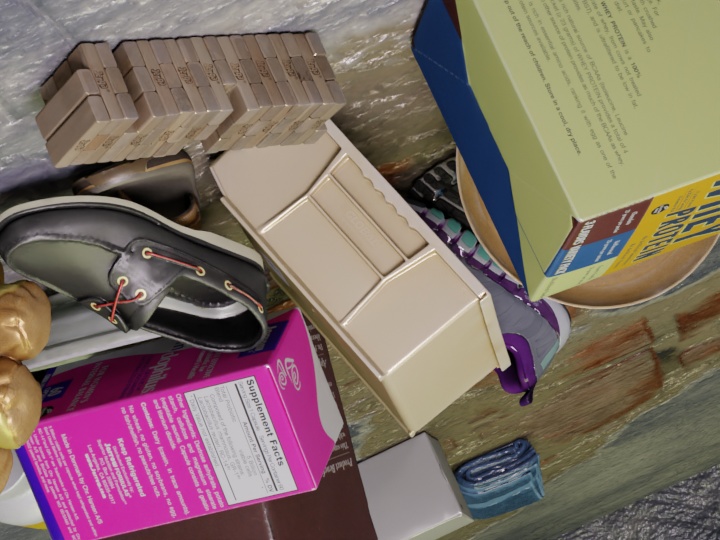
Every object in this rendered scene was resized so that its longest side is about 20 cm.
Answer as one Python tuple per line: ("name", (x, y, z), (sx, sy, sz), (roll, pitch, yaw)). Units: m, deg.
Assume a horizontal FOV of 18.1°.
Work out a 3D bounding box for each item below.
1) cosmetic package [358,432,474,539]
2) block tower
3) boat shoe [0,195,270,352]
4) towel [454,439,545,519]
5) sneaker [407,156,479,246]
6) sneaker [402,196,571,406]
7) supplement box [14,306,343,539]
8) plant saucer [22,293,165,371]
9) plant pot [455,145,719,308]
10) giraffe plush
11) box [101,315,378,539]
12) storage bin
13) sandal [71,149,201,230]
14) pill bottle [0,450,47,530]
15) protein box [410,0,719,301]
("cosmetic package", (0.014, 0.275, 2.558), (0.200, 0.108, 0.085), (-24, 163, 6))
("block tower", (-0.099, -0.105, 1.369), (0.200, 0.054, 0.058), (-8, 158, -43))
("boat shoe", (-0.145, 0.003, 1.471), (0.201, 0.063, 0.074), (17, 137, -34))
("towel", (0.174, 0.268, 2.846), (0.112, 0.049, 0.200), (-23, 163, -1))
("sneaker", (0.082, -0.043, 1.798), (0.090, 0.078, 0.200), (-43, 171, -35))
("sneaker", (0.065, 0.020, 1.722), (0.088, 0.200, 0.074), (-62, -175, -37))
("supplement box", (-0.126, 0.109, 1.573), (0.200, 0.103, 0.101), (-13, -160, 16))
("plant saucer", (-0.171, 0.032, 1.639), (0.200, 0.050, 0.200), (-14, 178, -1))
("plant pot", (0.162, -0.072, 1.584), (0.200, 0.200, 0.027), (-21, 179, -10))
("giraffe plush", (-0.320, 0.058, 1.458), (0.162, 0.173, 0.200), (10, 179, -44))
("box", (-0.113, 0.148, 1.767), (0.164, 0.200, 0.166), (-15, 178, 26))
("storage bin", (0.000, 0.000, 1.582), (0.094, 0.199, 0.200), (-40, 163, -4))
("sandal", (-0.143, -0.030, 1.532), (0.082, 0.055, 0.200), (-22, 163, -8))
("pill bottle", (-0.257, 0.153, 1.830), (0.112, 0.112, 0.200), (-27, 162, 12))
("protein box", (0.170, -0.119, 1.433), (0.200, 0.199, 0.135), (-19, 163, -16))
